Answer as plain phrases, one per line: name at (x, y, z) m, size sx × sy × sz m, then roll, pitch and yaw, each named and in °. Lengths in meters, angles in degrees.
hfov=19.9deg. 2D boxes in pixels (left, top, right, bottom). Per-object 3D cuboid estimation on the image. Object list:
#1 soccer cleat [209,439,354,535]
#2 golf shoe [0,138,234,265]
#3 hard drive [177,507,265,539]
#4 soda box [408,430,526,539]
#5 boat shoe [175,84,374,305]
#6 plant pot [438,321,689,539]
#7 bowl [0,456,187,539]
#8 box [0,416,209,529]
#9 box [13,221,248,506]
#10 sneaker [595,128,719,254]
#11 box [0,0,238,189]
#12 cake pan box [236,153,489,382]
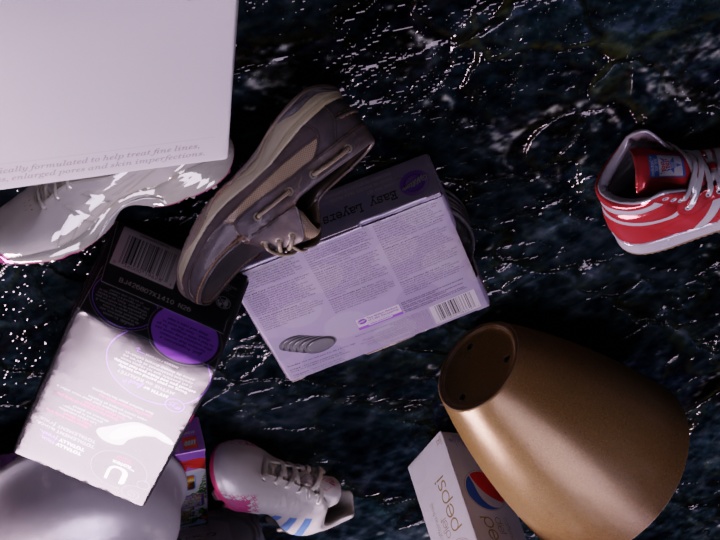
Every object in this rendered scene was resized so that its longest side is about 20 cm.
soccer cleat at (-0.071, 0.199, 1.929) m, size 0.086 × 0.070 × 0.200 m, roll -11°, pitch 157°, yaw 21°
golf shoe at (-0.196, -0.075, 1.509) m, size 0.200 × 0.075 × 0.092 m, roll -27°, pitch 137°, yaw -1°
hard drive at (-0.151, 0.285, 1.918) m, size 0.139 × 0.200 × 0.038 m, roll -12°, pitch 111°, yaw -6°
soda box at (0.112, 0.256, 1.976) m, size 0.064 × 0.200 × 0.068 m, roll 9°, pitch 138°, yaw -32°
boat shoe at (-0.064, -0.045, 1.541) m, size 0.200 × 0.073 × 0.074 m, roll -53°, pitch 166°, yaw 18°
plant pot at (0.169, 0.136, 1.877) m, size 0.186 × 0.187 × 0.200 m, roll -35°, pitch 129°, yaw 23°
bowl at (-0.244, 0.241, 1.826) m, size 0.200 × 0.091 × 0.201 m, roll -12°, pitch 144°, yaw -9°
box at (-0.241, 0.204, 1.890) m, size 0.199 × 0.039 × 0.137 m, roll -10°, pitch 145°, yaw -10°
box at (-0.185, 0.077, 1.649) m, size 0.122 × 0.106 × 0.200 m, roll 24°, pitch 134°, yaw -7°
sneaker at (0.290, -0.084, 1.700) m, size 0.200 × 0.071 × 0.112 m, roll -24°, pitch 148°, yaw 13°
box at (-0.188, -0.168, 1.321) m, size 0.198 × 0.131 × 0.200 m, roll -8°, pitch 144°, yaw -13°
cake pan box at (0.000, 0.000, 1.707) m, size 0.199 × 0.052 × 0.184 m, roll -22°, pitch 147°, yaw 6°
